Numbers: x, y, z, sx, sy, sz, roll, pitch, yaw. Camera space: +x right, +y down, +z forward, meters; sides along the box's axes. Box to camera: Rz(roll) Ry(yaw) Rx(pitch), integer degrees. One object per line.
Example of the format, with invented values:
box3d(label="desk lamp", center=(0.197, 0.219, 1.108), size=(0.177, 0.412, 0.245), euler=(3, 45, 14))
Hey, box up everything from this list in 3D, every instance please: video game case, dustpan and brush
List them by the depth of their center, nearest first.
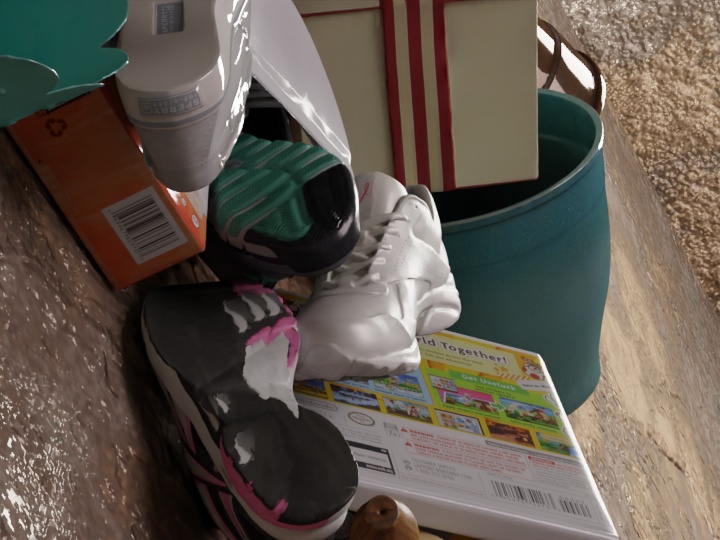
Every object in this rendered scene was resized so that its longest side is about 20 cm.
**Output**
box3d(label="video game case", center=(0.032, 0.083, 1.293), size=(0.198, 0.023, 0.182), euler=(14, 28, -20))
box3d(label="dustpan and brush", center=(-0.071, -0.145, 1.324), size=(0.140, 0.057, 0.201), euler=(45, 27, -48))

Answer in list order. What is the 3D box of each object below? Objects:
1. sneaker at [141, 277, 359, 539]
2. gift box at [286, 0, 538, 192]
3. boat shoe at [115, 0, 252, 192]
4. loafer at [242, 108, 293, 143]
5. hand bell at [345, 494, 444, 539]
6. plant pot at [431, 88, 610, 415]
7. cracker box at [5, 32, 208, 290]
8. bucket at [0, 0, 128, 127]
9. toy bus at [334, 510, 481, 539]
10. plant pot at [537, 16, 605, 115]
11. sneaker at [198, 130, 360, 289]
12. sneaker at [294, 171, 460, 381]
box3d(label="sneaker", center=(-0.064, 0.084, 1.154), size=(0.201, 0.080, 0.087), euler=(-114, -152, -50))
box3d(label="gift box", center=(0.032, -0.160, 1.486), size=(0.200, 0.183, 0.188), euler=(-123, -153, -61))
box3d(label="boat shoe", center=(-0.082, -0.105, 1.156), size=(0.200, 0.071, 0.069), euler=(-102, -177, -60))
box3d(label="loafer", center=(-0.074, -0.100, 1.396), size=(0.070, 0.068, 0.202), euler=(20, 44, -61))
box3d(label="hand bell", center=(0.014, 0.147, 1.118), size=(0.200, 0.103, 0.105), euler=(85, -13, -68))
box3d(label="plant pot", center=(0.086, 0.003, 1.596), size=(0.201, 0.198, 0.189), euler=(-87, 163, -62))
box3d(label="cracker box", center=(-0.131, -0.103, 1.214), size=(0.134, 0.057, 0.201), euler=(58, 15, -31))
box3d(label="bucket", center=(-0.192, -0.130, 0.872), size=(0.208, 0.134, 0.208), euler=(60, 15, -26))
box3d(label="toy bus", center=(0.037, 0.175, 1.311), size=(0.201, 0.078, 0.065), euler=(62, -1, -17))
box3d(label="plant pot", center=(0.046, -0.157, 1.721), size=(0.198, 0.199, 0.201), euler=(48, 21, -30))
box3d(label="sneaker", center=(-0.045, -0.020, 1.241), size=(0.200, 0.074, 0.088), euler=(33, -30, 58))
box3d(label="sneaker", center=(0.000, 0.000, 1.257), size=(0.200, 0.077, 0.100), euler=(-47, 132, -72))
